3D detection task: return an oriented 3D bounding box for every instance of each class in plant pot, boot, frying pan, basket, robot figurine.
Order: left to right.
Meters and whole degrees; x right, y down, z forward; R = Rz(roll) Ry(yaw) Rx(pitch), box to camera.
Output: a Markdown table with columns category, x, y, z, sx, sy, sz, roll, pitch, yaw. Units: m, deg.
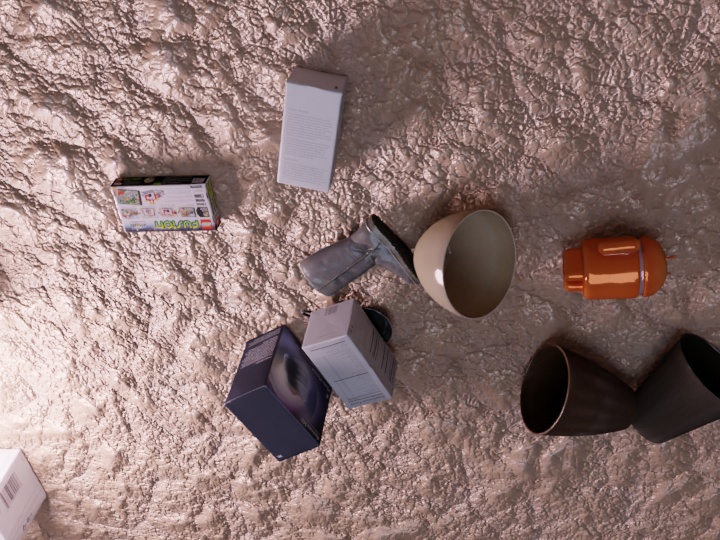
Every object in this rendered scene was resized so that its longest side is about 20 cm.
| category | x | y | z | sx | sy | sz | roll | pitch | yaw |
| --- | --- | --- | --- | --- | --- | --- | --- | --- | --- |
| frying pan | -0.024 | 0.121 | 1.737 | 0.188 | 0.031 | 0.116 | -2 | 127 | 14 |
| boot | 0.001 | 0.000 | 1.620 | 0.200 | 0.073 | 0.182 | -38 | 99 | 23 |
| plant pot | 0.177 | -0.020 | 1.521 | 0.134 | 0.200 | 0.201 | 13 | 139 | 49 |
| plant pot | 0.465 | 0.266 | 1.682 | 0.198 | 0.188 | 0.188 | 15 | 128 | -15 |
| robot figurine | 0.478 | -0.005 | 1.507 | 0.198 | 0.117 | 0.145 | -3 | 110 | 13 |
| basket | 0.652 | 0.257 | 1.655 | 0.181 | 0.135 | 0.200 | 51 | 134 | 18 |

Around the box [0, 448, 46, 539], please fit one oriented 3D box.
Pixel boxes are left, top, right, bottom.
| category | x | y | z | sx | sy | sz | roll | pitch | yaw |
| --- | --- | --- | --- | --- | --- | --- | --- | --- | --- |
| box | -0.969 | 0.615 | 2.158 | 0.129 | 0.200 | 0.201 | -2 | 126 | 12 |

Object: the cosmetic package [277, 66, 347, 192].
| category | x | y | z | sx | sy | sz | roll | pitch | yaw |
| --- | --- | --- | --- | --- | --- | --- | --- | --- | --- |
| cosmetic package | -0.087 | -0.250 | 1.452 | 0.100 | 0.072 | 0.201 | 12 | 127 | 1 |

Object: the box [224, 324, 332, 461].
| category | x | y | z | sx | sy | sz | roll | pitch | yaw |
| --- | --- | --- | --- | --- | --- | --- | --- | --- | --- |
| box | -0.170 | 0.267 | 1.765 | 0.123 | 0.199 | 0.200 | -25 | 119 | 25 |

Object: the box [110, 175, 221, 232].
| category | x | y | z | sx | sy | sz | roll | pitch | yaw |
| --- | --- | --- | --- | --- | --- | --- | --- | --- | --- |
| box | -0.387 | -0.132 | 1.613 | 0.198 | 0.035 | 0.111 | 0 | 126 | 10 |

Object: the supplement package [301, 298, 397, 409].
| category | x | y | z | sx | sy | sz | roll | pitch | yaw |
| --- | --- | --- | --- | --- | --- | --- | --- | --- | --- |
| supplement package | -0.018 | 0.177 | 1.694 | 0.113 | 0.110 | 0.201 | -17 | 125 | 24 |
